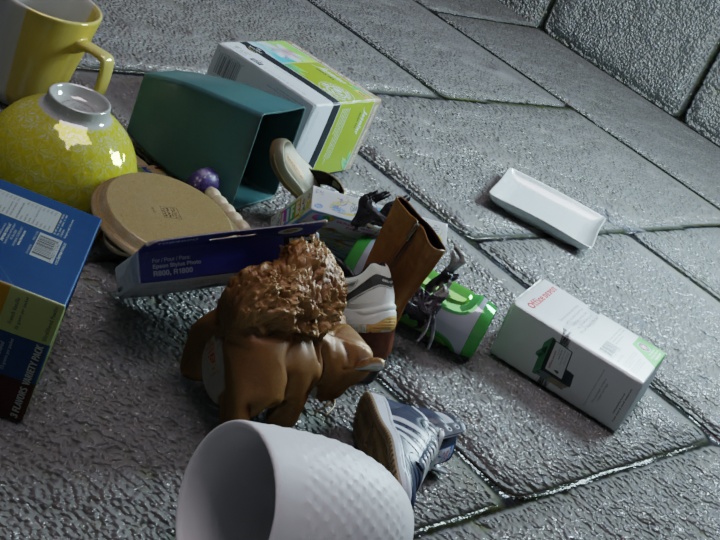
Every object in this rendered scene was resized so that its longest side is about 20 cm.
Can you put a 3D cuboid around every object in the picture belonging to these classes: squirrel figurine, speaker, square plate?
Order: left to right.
[{"bbox_3d":[-0.063,0.071,1.387,0.186,0.201,0.142,-1,29,-32],"label":"squirrel figurine"},{"bbox_3d":[0.072,0.033,1.753,0.200,0.089,0.088,29,23,7],"label":"speaker"},{"bbox_3d":[0.325,-0.105,2.374,0.198,0.029,0.200,29,23,7],"label":"square plate"}]

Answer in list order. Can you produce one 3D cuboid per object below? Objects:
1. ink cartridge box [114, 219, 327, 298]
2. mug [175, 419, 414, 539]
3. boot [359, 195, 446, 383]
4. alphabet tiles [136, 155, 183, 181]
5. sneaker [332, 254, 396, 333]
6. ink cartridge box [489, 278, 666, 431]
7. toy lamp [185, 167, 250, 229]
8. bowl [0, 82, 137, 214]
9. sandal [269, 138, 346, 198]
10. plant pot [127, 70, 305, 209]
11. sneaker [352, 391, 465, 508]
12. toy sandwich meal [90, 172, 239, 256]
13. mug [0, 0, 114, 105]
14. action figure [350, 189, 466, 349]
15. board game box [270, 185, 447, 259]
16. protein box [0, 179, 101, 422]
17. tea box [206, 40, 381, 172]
[{"bbox_3d":[-0.151,-0.009,1.456,0.199,0.041,0.200,-7,-5,-19],"label":"ink cartridge box"},{"bbox_3d":[-0.044,0.237,1.157,0.175,0.148,0.201,16,54,-38],"label":"mug"},{"bbox_3d":[0.000,0.000,1.598,0.068,0.200,0.188,8,29,-35],"label":"boot"},{"bbox_3d":[-0.293,-0.107,1.775,0.166,0.006,0.200,38,26,26],"label":"alphabet tiles"},{"bbox_3d":[-0.047,0.026,1.555,0.199,0.088,0.076,0,-1,27],"label":"sneaker"},{"bbox_3d":[0.290,0.108,1.814,0.200,0.085,0.146,32,23,15],"label":"ink cartridge box"},{"bbox_3d":[-0.154,-0.058,1.740,0.058,0.058,0.200,-1,38,-46],"label":"toy lamp"},{"bbox_3d":[-0.363,-0.168,1.688,0.199,0.108,0.200,18,27,-10],"label":"bowl"},{"bbox_3d":[-0.053,-0.109,1.871,0.200,0.054,0.080,52,28,-34],"label":"sandal"},{"bbox_3d":[-0.210,-0.195,1.883,0.199,0.142,0.141,26,19,16],"label":"plant pot"},{"bbox_3d":[0.060,0.197,1.410,0.108,0.070,0.200,17,22,-16],"label":"sneaker"},{"bbox_3d":[-0.237,-0.044,1.631,0.205,0.070,0.205,21,31,-13],"label":"toy sandwich meal"},{"bbox_3d":[-0.437,-0.293,1.832,0.149,0.154,0.187,7,29,-37],"label":"mug"},{"bbox_3d":[0.065,-0.010,1.662,0.119,0.102,0.200,22,37,-57],"label":"action figure"},{"bbox_3d":[-0.004,-0.051,1.807,0.199,0.134,0.034,15,68,-24],"label":"board game box"},{"bbox_3d":[-0.375,0.007,1.283,0.199,0.135,0.199,21,24,-10],"label":"protein box"},{"bbox_3d":[-0.114,-0.251,2.100,0.200,0.134,0.197,35,24,21],"label":"tea box"}]
